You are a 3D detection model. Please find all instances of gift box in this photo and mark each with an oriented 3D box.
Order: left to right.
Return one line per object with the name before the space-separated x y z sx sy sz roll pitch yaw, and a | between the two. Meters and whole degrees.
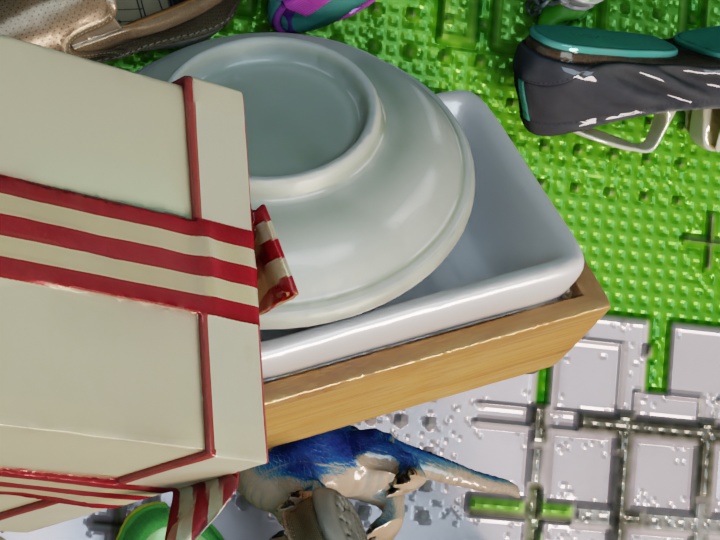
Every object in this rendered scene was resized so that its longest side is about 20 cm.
gift box | -0.149 0.026 0.900 0.186 0.184 0.201 10 73 -45

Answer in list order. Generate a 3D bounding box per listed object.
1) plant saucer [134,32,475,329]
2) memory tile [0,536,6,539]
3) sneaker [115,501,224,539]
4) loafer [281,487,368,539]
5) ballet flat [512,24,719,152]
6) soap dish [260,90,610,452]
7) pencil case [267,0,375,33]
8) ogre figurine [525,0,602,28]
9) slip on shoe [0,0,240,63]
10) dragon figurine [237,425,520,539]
plant saucer | -0.044 -0.059 1.034 0.199 0.050 0.201 0 46 -1
memory tile | -0.241 0.079 0.983 0.153 0.017 0.201 4 47 -38
sneaker | -0.085 0.214 1.059 0.074 0.084 0.202 0 86 -16
loafer | -0.019 0.192 1.051 0.069 0.075 0.201 -11 124 -5
ballet flat | 0.171 -0.098 1.171 0.199 0.073 0.074 -4 87 -23
soap dish | 0.000 0.000 1.069 0.199 0.082 0.158 -15 48 -17
pencil case | -0.031 -0.227 1.101 0.085 0.092 0.201 -17 90 24
ogre figurine | 0.147 -0.229 1.139 0.098 0.120 0.200 41 76 -10
slip on shoe | -0.140 -0.131 1.050 0.199 0.061 0.077 -11 80 -33
dragon figurine | -0.015 0.086 1.089 0.199 0.059 0.100 -8 49 -21
